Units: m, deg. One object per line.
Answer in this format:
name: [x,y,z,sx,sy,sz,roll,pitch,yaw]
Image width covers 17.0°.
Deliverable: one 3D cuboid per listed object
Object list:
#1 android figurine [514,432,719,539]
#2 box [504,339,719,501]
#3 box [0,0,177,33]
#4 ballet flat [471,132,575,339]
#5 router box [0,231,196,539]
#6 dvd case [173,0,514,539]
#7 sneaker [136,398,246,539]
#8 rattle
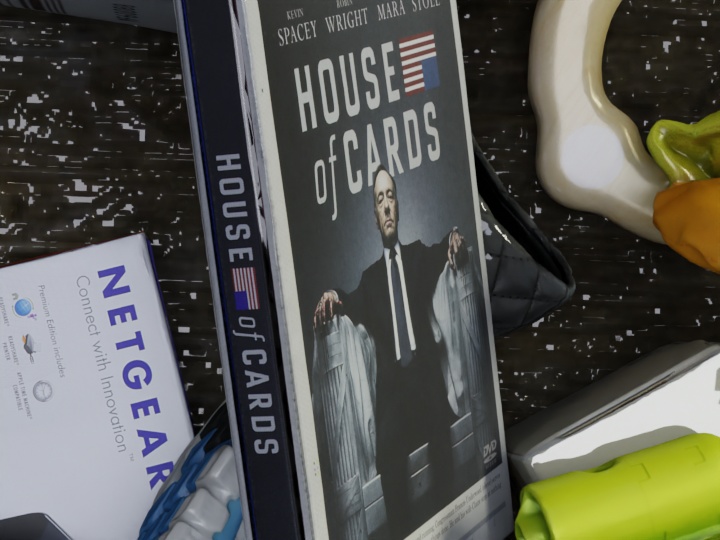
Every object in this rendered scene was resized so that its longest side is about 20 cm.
android figurine: [0.108,0.141,0.714,0.199,0.041,0.183,-17,90,-11]
box: [0.125,0.127,0.788,0.077,0.095,0.201,-28,90,-4]
box: [-0.132,-0.178,0.720,0.197,0.200,0.173,8,87,-4]
ballet flat: [0.020,-0.075,0.794,0.056,0.066,0.201,-15,99,16]
router box: [-0.133,0.104,0.793,0.178,0.049,0.202,-15,90,-4]
dvd case: [0.000,0.000,0.694,0.025,0.150,0.202,-2,100,24]
sneaker: [-0.028,0.096,0.726,0.087,0.075,0.200,39,58,-9]
rattle: [0.125,-0.105,0.771,0.129,0.143,0.201,22,94,15]
